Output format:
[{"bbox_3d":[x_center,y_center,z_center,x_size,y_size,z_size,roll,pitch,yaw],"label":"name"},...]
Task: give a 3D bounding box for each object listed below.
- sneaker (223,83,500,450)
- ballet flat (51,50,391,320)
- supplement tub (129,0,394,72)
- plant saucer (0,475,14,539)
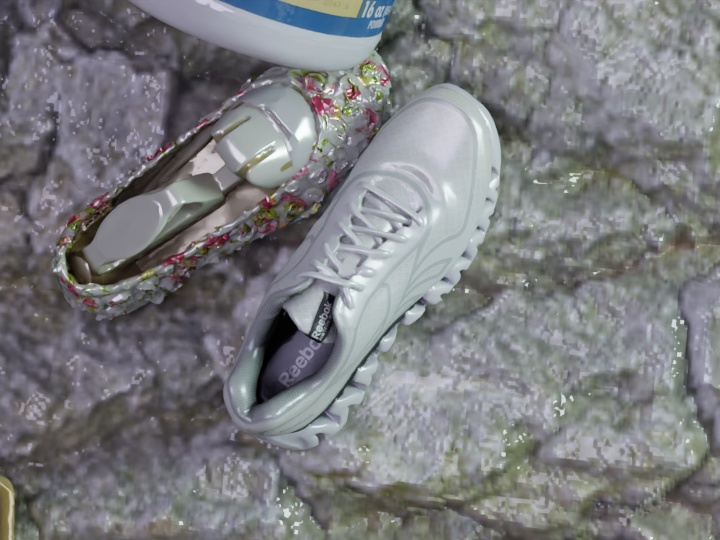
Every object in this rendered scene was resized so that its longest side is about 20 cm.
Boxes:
[{"bbox_3d":[0.000,0.000,1.413,0.075,0.081,0.200,33,95,15],"label":"sneaker"},{"bbox_3d":[-0.070,-0.042,1.440,0.200,0.064,0.076,-39,79,10],"label":"ballet flat"},{"bbox_3d":[-0.028,-0.209,1.374,0.145,0.145,0.200,27,108,14],"label":"supplement tub"},{"bbox_3d":[-0.262,0.200,1.494,0.200,0.048,0.200,0,88,15],"label":"plant saucer"}]
